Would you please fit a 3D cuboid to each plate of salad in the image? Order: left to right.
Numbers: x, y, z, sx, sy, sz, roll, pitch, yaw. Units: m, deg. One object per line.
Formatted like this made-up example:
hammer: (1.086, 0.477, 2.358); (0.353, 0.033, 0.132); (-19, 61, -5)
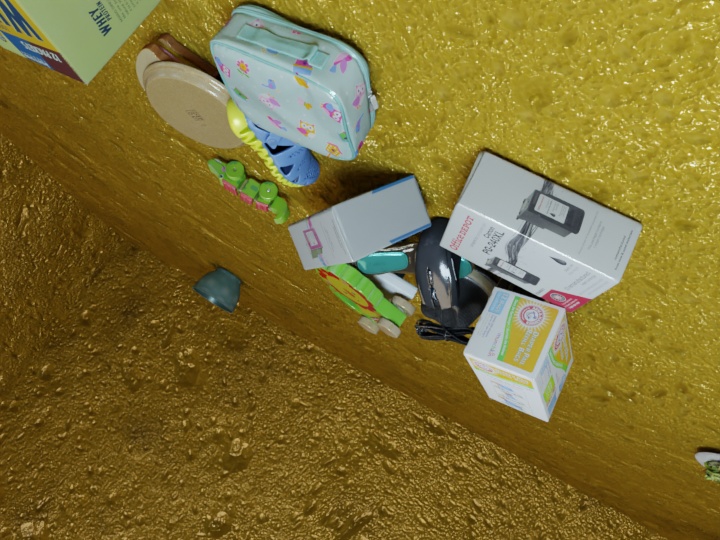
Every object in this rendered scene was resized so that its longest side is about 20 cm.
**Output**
plate of salad: (0.784, 0.426, 1.101); (0.200, 0.048, 0.200); (29, 163, 9)

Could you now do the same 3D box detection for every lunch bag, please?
lunch bag: (-0.075, -0.225, 0.659); (0.200, 0.077, 0.160); (26, 162, 16)

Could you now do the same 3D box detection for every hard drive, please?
hard drive: (0.000, 0.000, 1.025); (0.200, 0.026, 0.132); (30, 166, -6)

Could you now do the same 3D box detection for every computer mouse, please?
computer mouse: (0.139, 0.023, 0.833); (0.140, 0.200, 0.046); (11, -168, 39)

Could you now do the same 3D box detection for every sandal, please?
sandal: (-0.110, -0.194, 0.823); (0.087, 0.080, 0.200); (-14, 154, 21)

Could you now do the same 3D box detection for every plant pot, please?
plant pot: (-0.591, 0.072, 2.320); (0.200, 0.134, 0.200); (29, 163, 10)

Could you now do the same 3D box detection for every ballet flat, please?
ballet flat: (0.092, -0.025, 0.929); (0.200, 0.072, 0.068); (-1, 118, 12)

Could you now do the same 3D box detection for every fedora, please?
fedora: (0.171, 0.054, 1.005); (0.200, 0.092, 0.201); (28, 164, 9)

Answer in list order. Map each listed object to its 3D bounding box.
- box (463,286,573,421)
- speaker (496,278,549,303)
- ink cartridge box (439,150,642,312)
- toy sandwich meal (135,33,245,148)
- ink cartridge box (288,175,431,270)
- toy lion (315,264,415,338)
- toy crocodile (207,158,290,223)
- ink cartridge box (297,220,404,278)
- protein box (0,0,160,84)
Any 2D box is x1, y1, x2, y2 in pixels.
box: (0.236, 0.126, 0.795); (0.101, 0.113, 0.200); (19, 161, 32)
speaker: (0.280, 0.079, 0.916); (0.081, 0.081, 0.200); (20, 160, 32)
ink cartridge box: (0.209, -0.043, 0.676); (0.200, 0.083, 0.145); (27, 164, 8)
toy sandwich meal: (-0.250, -0.273, 0.856); (0.205, 0.070, 0.205); (17, 159, 7)
ink cartridge box: (-0.009, -0.069, 0.845); (0.200, 0.144, 0.085); (-5, 109, 65)
toy lion: (-0.007, 0.042, 1.006); (0.192, 0.069, 0.200); (38, 167, -10)
toy crocodile: (-0.230, -0.166, 1.126); (0.200, 0.062, 0.068); (32, 163, 0)
ink cartridge box: (-0.007, -0.062, 1.027); (0.200, 0.067, 0.116); (38, 163, -25)
protein box: (-0.299, -0.334, 0.515); (0.135, 0.200, 0.199); (25, 163, 19)
